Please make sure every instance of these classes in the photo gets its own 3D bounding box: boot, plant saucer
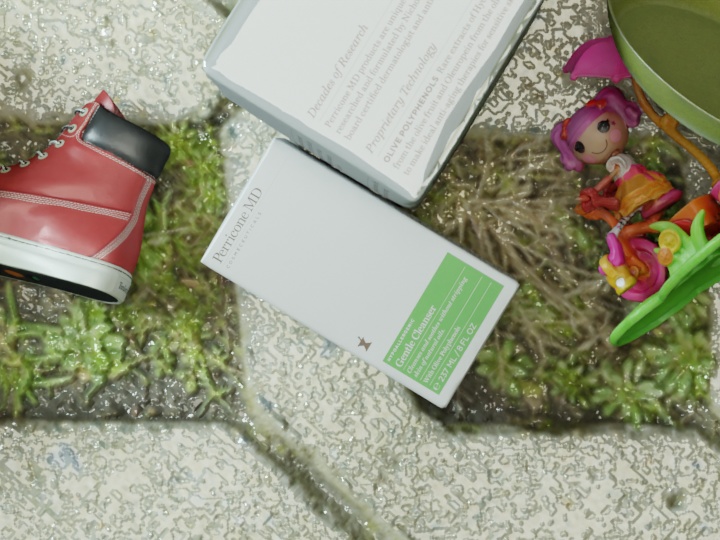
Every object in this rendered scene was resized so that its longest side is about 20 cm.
[{"bbox_3d":[-0.241,-0.069,1.771,0.200,0.072,0.144,14,78,8],"label":"boot"},{"bbox_3d":[0.248,-0.135,1.681,0.200,0.200,0.031,32,123,1],"label":"plant saucer"}]

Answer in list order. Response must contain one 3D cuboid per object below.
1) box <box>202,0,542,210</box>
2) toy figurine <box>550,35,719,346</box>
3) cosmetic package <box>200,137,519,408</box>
[{"bbox_3d":[0.017,-0.167,1.689,0.171,0.199,0.200,31,90,1],"label":"box"},{"bbox_3d":[0.202,-0.077,1.741,0.200,0.150,0.184,-41,75,26],"label":"toy figurine"},{"bbox_3d":[0.000,0.000,1.750,0.200,0.085,0.108,30,93,0],"label":"cosmetic package"}]
